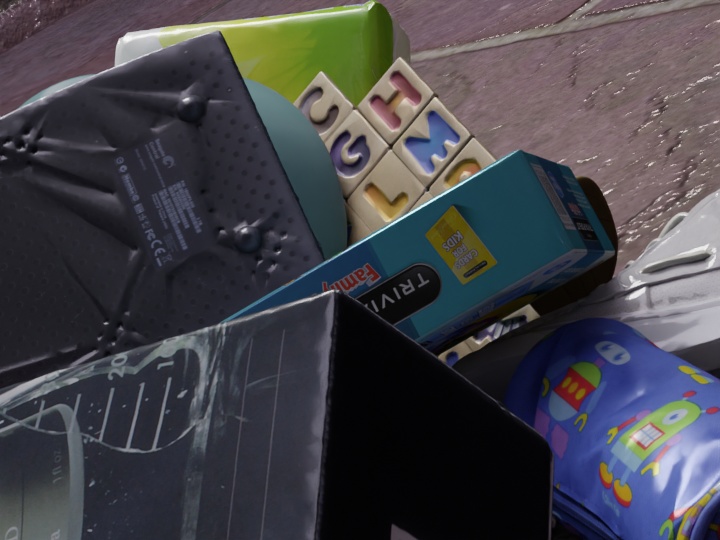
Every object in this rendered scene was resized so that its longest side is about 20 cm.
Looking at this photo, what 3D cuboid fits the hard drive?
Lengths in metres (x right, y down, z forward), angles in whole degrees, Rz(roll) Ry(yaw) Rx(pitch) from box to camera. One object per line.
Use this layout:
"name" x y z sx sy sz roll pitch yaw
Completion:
"hard drive" -0.123 -0.005 0.939 0.199 0.136 0.042 -26 -18 0

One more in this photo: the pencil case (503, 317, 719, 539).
"pencil case" 0.112 0.077 0.788 0.086 0.078 0.200 -32 19 -9

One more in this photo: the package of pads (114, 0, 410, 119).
"package of pads" -0.052 -0.030 1.124 0.153 0.202 0.068 -4 -9 19

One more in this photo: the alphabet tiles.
"alphabet tiles" 0.000 0.000 1.025 0.167 0.006 0.200 -49 51 12

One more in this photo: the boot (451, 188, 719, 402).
"boot" 0.131 0.020 0.932 0.198 0.074 0.096 -12 37 19

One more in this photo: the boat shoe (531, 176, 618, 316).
"boat shoe" 0.061 0.020 1.076 0.063 0.074 0.201 -5 34 41

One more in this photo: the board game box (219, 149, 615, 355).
"board game box" 0.002 0.023 0.899 0.199 0.047 0.151 -31 -6 11

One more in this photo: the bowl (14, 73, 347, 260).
"bowl" -0.115 -0.012 1.034 0.199 0.203 0.105 -18 -23 26

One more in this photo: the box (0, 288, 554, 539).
"box" -0.056 0.137 0.648 0.195 0.124 0.202 -18 54 33
